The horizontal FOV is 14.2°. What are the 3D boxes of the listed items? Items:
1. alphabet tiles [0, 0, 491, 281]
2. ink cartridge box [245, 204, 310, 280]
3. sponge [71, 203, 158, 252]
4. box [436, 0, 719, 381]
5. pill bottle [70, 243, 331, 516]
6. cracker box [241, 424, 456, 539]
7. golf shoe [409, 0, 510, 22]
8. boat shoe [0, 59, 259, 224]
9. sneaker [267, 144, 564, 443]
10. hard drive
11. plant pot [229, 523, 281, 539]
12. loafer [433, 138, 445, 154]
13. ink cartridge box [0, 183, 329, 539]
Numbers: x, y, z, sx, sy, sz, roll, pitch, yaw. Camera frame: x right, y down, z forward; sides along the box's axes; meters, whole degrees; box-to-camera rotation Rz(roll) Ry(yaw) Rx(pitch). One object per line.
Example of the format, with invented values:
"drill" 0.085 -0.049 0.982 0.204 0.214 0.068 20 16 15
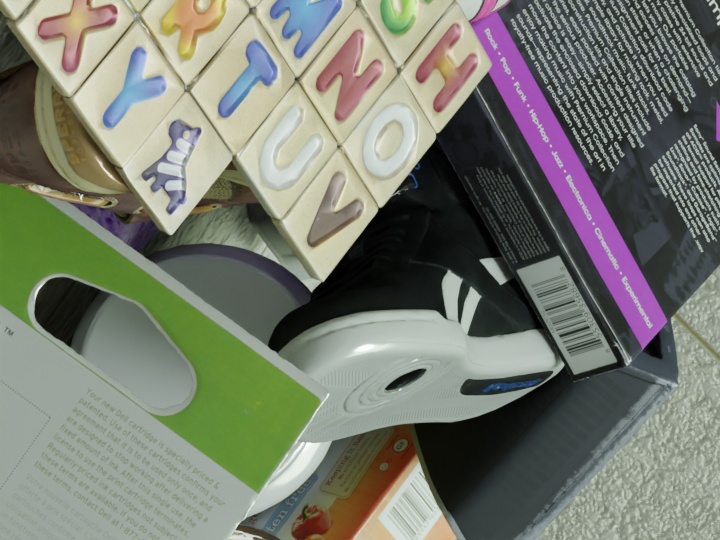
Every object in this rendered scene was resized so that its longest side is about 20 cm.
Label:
"alphabet tiles" -0.025 -0.094 0.897 0.167 0.008 0.200 -52 136 -18
"ink cartridge box" 0.039 -0.045 1.368 0.175 0.045 0.200 -12 172 3
"sponge" -0.053 -0.089 1.069 0.112 0.030 0.200 -48 169 -38
"box" 0.109 -0.066 1.165 0.036 0.144 0.200 -20 -165 43
"pill bottle" -0.063 0.048 1.191 0.115 0.114 0.200 -54 179 -5
"cracker box" -0.058 0.116 1.334 0.134 0.199 0.058 -52 129 -19
"golf shoe" 0.022 -0.109 1.051 0.092 0.072 0.200 -61 175 23
"boat shoe" -0.065 -0.051 0.971 0.072 0.073 0.200 -12 -179 28
"sneaker" 0.000 0.000 1.082 0.073 0.112 0.200 -32 165 19
"hard drive" 0.070 0.026 1.238 0.135 0.042 0.200 -49 -156 23
"plant pot" -0.096 0.178 1.157 0.200 0.187 0.187 -36 -173 45
"loafer" 0.009 -0.033 1.204 0.075 0.069 0.201 -89 -175 -67
"ink cartridge box" -0.117 0.086 0.988 0.201 0.147 0.076 -55 171 0
